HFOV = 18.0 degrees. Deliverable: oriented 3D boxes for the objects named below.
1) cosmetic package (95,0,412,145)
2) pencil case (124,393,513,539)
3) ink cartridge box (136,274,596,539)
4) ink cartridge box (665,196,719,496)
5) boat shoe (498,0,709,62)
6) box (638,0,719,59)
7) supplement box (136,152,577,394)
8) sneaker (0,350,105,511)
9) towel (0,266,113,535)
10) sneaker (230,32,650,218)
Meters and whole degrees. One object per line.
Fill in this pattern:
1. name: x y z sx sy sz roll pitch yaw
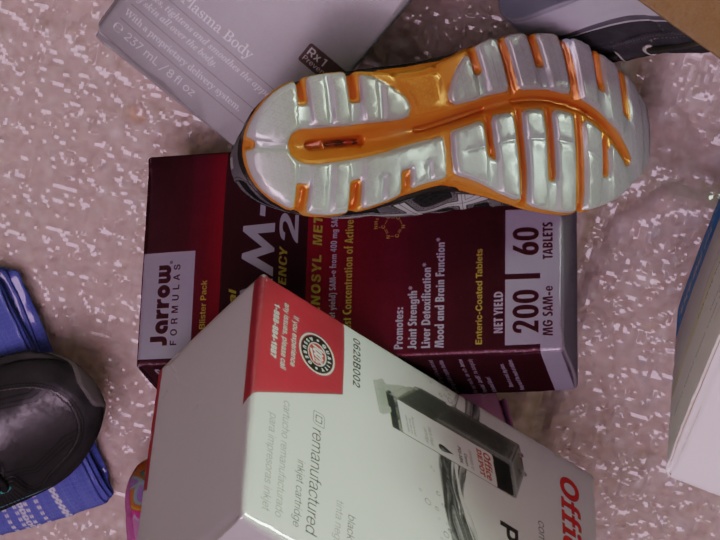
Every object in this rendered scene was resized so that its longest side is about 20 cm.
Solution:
1. cosmetic package: -0.014 -0.157 1.014 0.107 0.090 0.200 38 118 -4
2. pencil case: -0.022 0.103 1.131 0.199 0.088 0.088 -25 107 20
3. ink cartridge box: 0.008 0.117 0.989 0.199 0.147 0.083 31 126 -24
4. ink cartridge box: 0.211 0.026 0.985 0.128 0.200 0.126 20 115 2
5. boat shoe: 0.141 -0.120 0.967 0.066 0.070 0.199 29 159 -30
6. box: 0.127 -0.191 0.881 0.200 0.021 0.164 39 106 20
7. supplement box: 0.000 0.000 1.063 0.198 0.061 0.110 -3 69 12
8. sneaker: -0.212 0.112 1.150 0.199 0.079 0.076 -32 107 22
9. towel: -0.241 0.083 1.198 0.199 0.024 0.146 -16 112 18
10. sneaker: 0.034 -0.059 0.995 0.199 0.077 0.079 -2 86 -22
